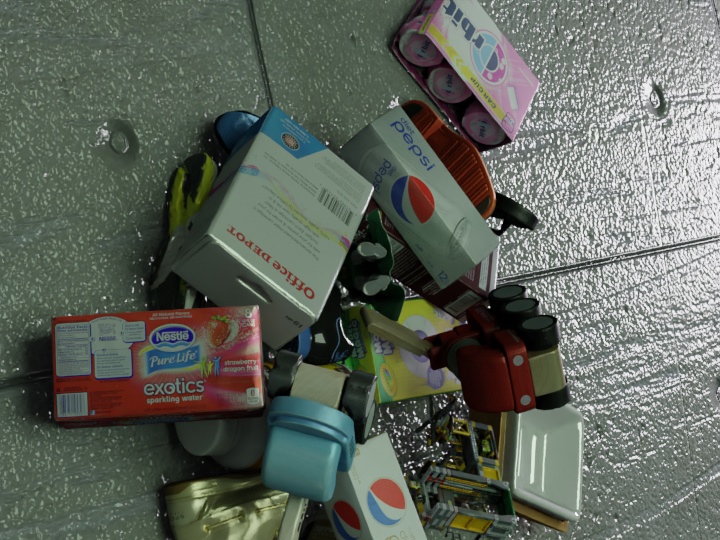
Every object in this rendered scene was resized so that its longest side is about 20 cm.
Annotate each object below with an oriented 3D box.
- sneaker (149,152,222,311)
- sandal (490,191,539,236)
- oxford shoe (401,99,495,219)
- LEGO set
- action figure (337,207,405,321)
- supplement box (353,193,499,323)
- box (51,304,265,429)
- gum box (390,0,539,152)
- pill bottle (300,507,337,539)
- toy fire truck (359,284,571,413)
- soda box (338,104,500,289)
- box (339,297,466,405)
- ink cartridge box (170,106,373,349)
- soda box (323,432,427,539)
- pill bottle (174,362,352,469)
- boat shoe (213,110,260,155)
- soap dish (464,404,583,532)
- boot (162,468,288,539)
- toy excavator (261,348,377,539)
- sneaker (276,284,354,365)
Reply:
[{"bbox_3d":[-0.160,-0.023,1.626,0.084,0.074,0.202,27,62,-37],"label":"sneaker"},{"bbox_3d":[0.156,-0.068,1.891,0.075,0.200,0.048,31,90,-12],"label":"sandal"},{"bbox_3d":[0.113,-0.125,1.865,0.072,0.071,0.201,38,17,-51],"label":"oxford shoe"},{"bbox_3d":[0.084,0.249,1.727,0.115,0.154,0.202,15,48,-21],"label":"LEGO set"},{"bbox_3d":[0.000,0.000,1.705,0.054,0.200,0.120,-6,88,-10],"label":"action figure"},{"bbox_3d":[0.071,-0.037,1.831,0.199,0.061,0.110,34,44,-24],"label":"supplement box"},{"bbox_3d":[-0.191,0.093,1.485,0.198,0.096,0.101,-4,80,-5],"label":"box"},{"bbox_3d":[0.133,-0.264,1.975,0.200,0.066,0.114,48,50,-25],"label":"gum box"},{"bbox_3d":[-0.021,0.322,1.651,0.111,0.110,0.201,44,53,-28],"label":"pill bottle"},{"bbox_3d":[0.113,0.088,1.733,0.198,0.176,0.130,-15,109,-7],"label":"toy fire truck"},{"bbox_3d":[0.068,-0.083,1.764,0.201,0.063,0.068,54,40,0],"label":"soda box"},{"bbox_3d":[0.049,0.094,1.821,0.199,0.048,0.119,-6,83,-43],"label":"box"},{"bbox_3d":[-0.088,-0.044,1.588,0.144,0.084,0.201,38,46,-17],"label":"ink cartridge box"},{"bbox_3d":[0.021,0.273,1.586,0.068,0.063,0.202,-17,83,-39],"label":"soda box"},{"bbox_3d":[-0.093,0.150,1.624,0.199,0.109,0.111,3,78,-44],"label":"pill bottle"},{"bbox_3d":[-0.078,-0.114,1.722,0.084,0.069,0.200,-46,112,-8],"label":"boat shoe"},{"bbox_3d":[0.198,0.222,1.884,0.200,0.081,0.159,31,59,-53],"label":"soap dish"},{"bbox_3d":[-0.101,0.283,1.596,0.198,0.073,0.157,-3,81,-31],"label":"boot"},{"bbox_3d":[-0.058,0.203,1.499,0.099,0.195,0.202,15,67,8],"label":"toy excavator"},{"bbox_3d":[-0.065,0.016,1.679,0.077,0.070,0.202,6,54,-33],"label":"sneaker"}]
